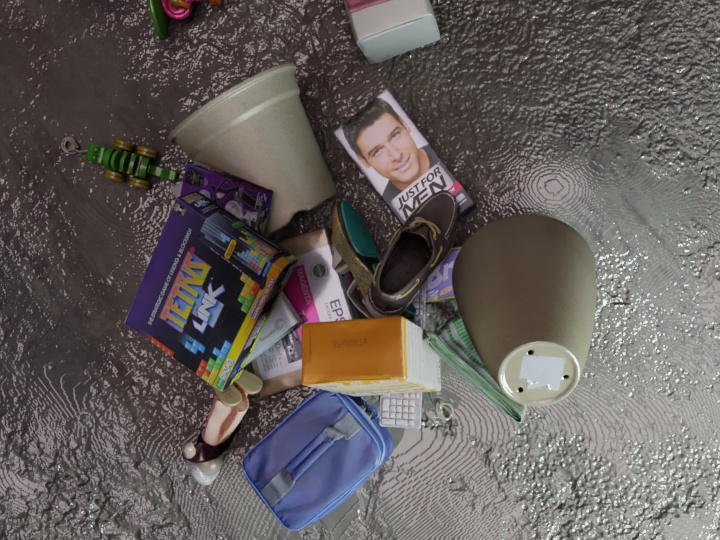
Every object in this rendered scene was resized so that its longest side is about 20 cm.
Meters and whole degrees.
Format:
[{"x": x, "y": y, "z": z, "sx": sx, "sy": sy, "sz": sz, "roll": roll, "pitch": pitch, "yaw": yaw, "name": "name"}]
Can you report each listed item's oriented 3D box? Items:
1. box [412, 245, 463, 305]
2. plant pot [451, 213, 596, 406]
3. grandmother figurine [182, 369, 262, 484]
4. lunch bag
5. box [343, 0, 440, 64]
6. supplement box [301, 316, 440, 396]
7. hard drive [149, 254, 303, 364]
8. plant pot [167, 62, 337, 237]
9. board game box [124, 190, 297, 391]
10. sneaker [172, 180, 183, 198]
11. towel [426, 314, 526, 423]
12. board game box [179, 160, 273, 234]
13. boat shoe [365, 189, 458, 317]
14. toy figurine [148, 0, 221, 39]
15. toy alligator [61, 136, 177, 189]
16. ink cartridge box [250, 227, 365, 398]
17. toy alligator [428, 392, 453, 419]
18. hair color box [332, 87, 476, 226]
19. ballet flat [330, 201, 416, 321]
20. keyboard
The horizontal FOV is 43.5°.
[{"x": 0.161, "y": -0.002, "z": 1.222, "sx": 0.198, "sy": 0.064, "sz": 0.071, "roll": -11, "pitch": 87, "yaw": 12, "name": "box"}, {"x": 0.206, "y": 0.062, "z": 1.089, "sx": 0.185, "sy": 0.201, "sz": 0.189, "roll": 2, "pitch": 122, "yaw": 3, "name": "plant pot"}, {"x": -0.200, "y": 0.228, "z": 1.253, "sx": 0.061, "sy": 0.121, "sz": 0.201, "roll": 48, "pitch": 134, "yaw": 27, "name": "grandmother figurine"}, {"x": -0.051, "y": 0.248, "z": 1.226, "sx": 0.200, "sy": 0.132, "sz": 0.136, "roll": -43, "pitch": 82, "yaw": 8, "name": "lunch bag"}, {"x": 0.026, "y": -0.404, "z": 1.224, "sx": 0.108, "sy": 0.128, "sz": 0.202, "roll": -17, "pitch": 86, "yaw": 10, "name": "box"}, {"x": 0.018, "y": 0.109, "z": 1.095, "sx": 0.125, "sy": 0.200, "sz": 0.074, "roll": -6, "pitch": 78, "yaw": 17, "name": "supplement box"}, {"x": -0.186, "y": 0.026, "z": 1.236, "sx": 0.131, "sy": 0.027, "sz": 0.201, "roll": -37, "pitch": 82, "yaw": 12, "name": "hard drive"}, {"x": -0.130, "y": -0.151, "z": 1.234, "sx": 0.199, "sy": 0.200, "sz": 0.185, "roll": -30, "pitch": 95, "yaw": 9, "name": "plant pot"}, {"x": -0.194, "y": 0.027, "z": 1.156, "sx": 0.164, "sy": 0.057, "sz": 0.201, "roll": 32, "pitch": 114, "yaw": 8, "name": "board game box"}, {"x": -0.236, "y": -0.032, "z": 1.309, "sx": 0.088, "sy": 0.075, "sz": 0.203, "roll": -2, "pitch": 92, "yaw": 32, "name": "sneaker"}, {"x": 0.158, "y": 0.118, "z": 1.151, "sx": 0.152, "sy": 0.200, "sz": 0.023, "roll": 42, "pitch": 102, "yaw": 9, "name": "towel"}, {"x": -0.192, "y": -0.029, "z": 1.184, "sx": 0.119, "sy": 0.032, "sz": 0.202, "roll": 23, "pitch": 112, "yaw": 18, "name": "board game box"}, {"x": 0.072, "y": -0.029, "z": 1.143, "sx": 0.071, "sy": 0.060, "sz": 0.201, "roll": 31, "pitch": 65, "yaw": 8, "name": "boat shoe"}, {"x": -0.217, "y": -0.444, "z": 1.286, "sx": 0.182, "sy": 0.150, "sz": 0.202, "roll": -8, "pitch": 109, "yaw": 2, "name": "toy figurine"}, {"x": -0.369, "y": -0.166, "z": 1.336, "sx": 0.198, "sy": 0.054, "sz": 0.060, "roll": 17, "pitch": 92, "yaw": 11, "name": "toy alligator"}, {"x": -0.085, "y": 0.058, "z": 1.266, "sx": 0.163, "sy": 0.075, "sz": 0.202, "roll": -19, "pitch": 85, "yaw": 12, "name": "ink cartridge box"}, {"x": 0.063, "y": 0.120, "z": 1.242, "sx": 0.059, "sy": 0.054, "sz": 0.201, "roll": -24, "pitch": 79, "yaw": -26, "name": "toy alligator"}, {"x": 0.062, "y": -0.139, "z": 1.246, "sx": 0.099, "sy": 0.061, "sz": 0.201, "roll": -38, "pitch": 82, "yaw": 8, "name": "hair color box"}, {"x": 0.000, "y": 0.000, "z": 1.194, "sx": 0.070, "sy": 0.071, "sz": 0.201, "roll": -35, "pitch": 68, "yaw": 9, "name": "ballet flat"}, {"x": 0.056, "y": 0.105, "z": 1.193, "sx": 0.056, "sy": 0.011, "sz": 0.203, "roll": 2, "pitch": 83, "yaw": 11, "name": "keyboard"}]
